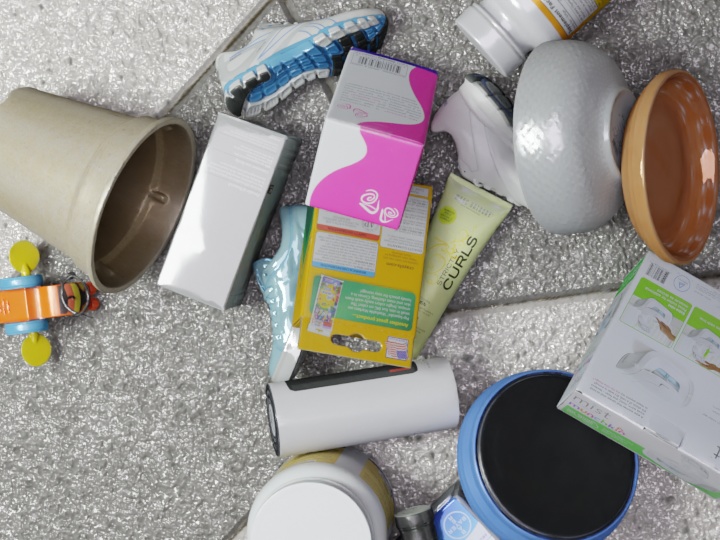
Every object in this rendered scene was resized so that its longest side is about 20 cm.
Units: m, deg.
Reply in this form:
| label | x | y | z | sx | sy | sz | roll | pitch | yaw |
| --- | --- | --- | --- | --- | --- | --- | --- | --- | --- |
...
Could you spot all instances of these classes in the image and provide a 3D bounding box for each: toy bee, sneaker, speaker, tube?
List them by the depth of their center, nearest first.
| label | x | y | z | sx | sy | sz | roll | pitch | yaw |
| --- | --- | --- | --- | --- | --- | --- | --- | --- | --- |
| speaker | 0.003 | 0.145 | 1.624 | 0.199 | 0.081 | 0.082 | -8 | 91 | -10 |
| sneaker | 0.158 | -0.115 | 1.640 | 0.087 | 0.074 | 0.200 | -39 | 85 | 22 |
| sneaker | -0.068 | -0.247 | 1.650 | 0.199 | 0.075 | 0.087 | -24 | 57 | -6 |
| tube | 0.084 | -0.002 | 1.654 | 0.058 | 0.052 | 0.200 | 29 | 91 | -35 |
| sneaker | -0.082 | 0.024 | 1.660 | 0.082 | 0.074 | 0.201 | 14 | 82 | 6 |
| toy bee | -0.346 | 0.042 | 1.678 | 0.200 | 0.109 | 0.131 | 18 | 103 | 29 |

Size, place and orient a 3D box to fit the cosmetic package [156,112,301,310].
| label | x | y | z | sx | sy | sz | roll | pitch | yaw |
| --- | --- | --- | --- | --- | --- | --- | --- | --- | --- |
| cosmetic package | -0.141 | -0.063 | 1.642 | 0.090 | 0.107 | 0.201 | 18 | 95 | 5 |

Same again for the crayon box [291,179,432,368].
| label | x | y | z | sx | sy | sz | roll | pitch | yaw |
| --- | --- | --- | --- | --- | --- | --- | --- | --- | --- |
| crayon box | 0.000 | 0.000 | 1.604 | 0.125 | 0.052 | 0.201 | 11 | 74 | -12 |

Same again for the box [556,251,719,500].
| label | x | y | z | sx | sy | sz | roll | pitch | yaw |
| --- | --- | --- | --- | --- | --- | --- | --- | --- | --- |
| box | 0.337 | 0.111 | 1.581 | 0.200 | 0.097 | 0.177 | 29 | 73 | 3 |

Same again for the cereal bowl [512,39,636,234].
| label | x | y | z | sx | sy | sz | roll | pitch | yaw |
| --- | --- | --- | --- | --- | --- | --- | --- | --- | --- |
| cereal bowl | 0.234 | -0.137 | 1.553 | 0.083 | 0.200 | 0.201 | 0 | 92 | 31 |

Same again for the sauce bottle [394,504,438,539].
| label | x | y | z | sx | sy | sz | roll | pitch | yaw |
| --- | --- | --- | --- | --- | --- | --- | --- | --- | --- |
| sauce bottle | 0.076 | 0.342 | 1.555 | 0.065 | 0.065 | 0.201 | -16 | 91 | 6 |

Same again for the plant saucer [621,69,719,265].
| label | x | y | z | sx | sy | sz | roll | pitch | yaw |
| --- | --- | --- | --- | --- | --- | --- | --- | --- | --- |
| plant saucer | 0.317 | -0.106 | 1.567 | 0.037 | 0.200 | 0.201 | 0 | 92 | 35 |

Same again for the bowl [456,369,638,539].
| label | x | y | z | sx | sy | sz | roll | pitch | yaw |
| --- | --- | --- | --- | --- | --- | --- | --- | --- | --- |
| bowl | 0.201 | 0.199 | 1.605 | 0.200 | 0.039 | 0.201 | 5 | 68 | -13 |

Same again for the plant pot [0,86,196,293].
| label | x | y | z | sx | sy | sz | roll | pitch | yaw |
| --- | --- | --- | --- | --- | --- | --- | --- | --- | --- |
| plant pot | -0.305 | -0.103 | 1.627 | 0.183 | 0.200 | 0.201 | 25 | 94 | 16 |

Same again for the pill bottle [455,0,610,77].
| label | x | y | z | sx | sy | sz | roll | pitch | yaw |
| --- | --- | --- | --- | --- | --- | --- | --- | --- | --- |
| pill bottle | 0.200 | -0.301 | 1.599 | 0.200 | 0.111 | 0.111 | -43 | 88 | 5 |

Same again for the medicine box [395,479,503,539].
| label | x | y | z | sx | sy | sz | roll | pitch | yaw |
| --- | --- | --- | --- | --- | --- | --- | --- | --- | --- |
| medicine box | 0.109 | 0.363 | 1.636 | 0.182 | 0.103 | 0.200 | -45 | 87 | 5 |

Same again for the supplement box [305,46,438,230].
| label | x | y | z | sx | sy | sz | roll | pitch | yaw |
| --- | --- | --- | --- | --- | --- | --- | --- | --- | --- |
| supplement box | 0.014 | -0.139 | 1.564 | 0.101 | 0.200 | 0.104 | 16 | 118 | -1 |

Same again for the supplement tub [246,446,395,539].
| label | x | y | z | sx | sy | sz | roll | pitch | yaw |
| --- | --- | --- | --- | --- | --- | --- | --- | --- | --- |
| supplement tub | -0.040 | 0.266 | 1.597 | 0.145 | 0.200 | 0.146 | 0 | 92 | 5 |
